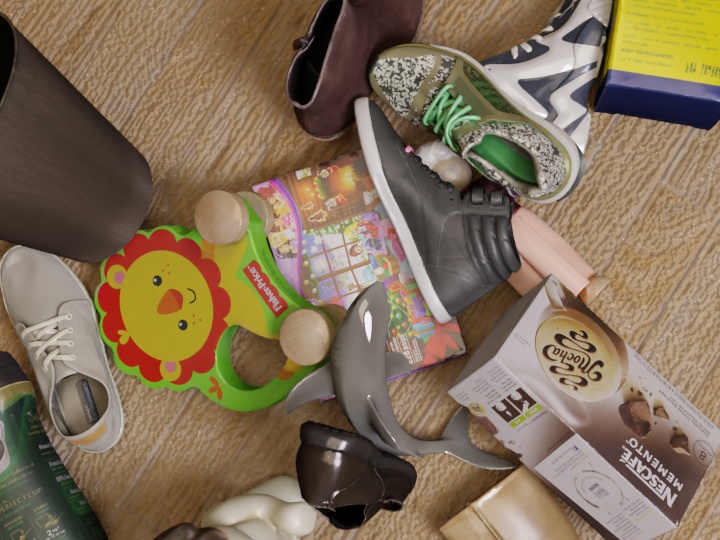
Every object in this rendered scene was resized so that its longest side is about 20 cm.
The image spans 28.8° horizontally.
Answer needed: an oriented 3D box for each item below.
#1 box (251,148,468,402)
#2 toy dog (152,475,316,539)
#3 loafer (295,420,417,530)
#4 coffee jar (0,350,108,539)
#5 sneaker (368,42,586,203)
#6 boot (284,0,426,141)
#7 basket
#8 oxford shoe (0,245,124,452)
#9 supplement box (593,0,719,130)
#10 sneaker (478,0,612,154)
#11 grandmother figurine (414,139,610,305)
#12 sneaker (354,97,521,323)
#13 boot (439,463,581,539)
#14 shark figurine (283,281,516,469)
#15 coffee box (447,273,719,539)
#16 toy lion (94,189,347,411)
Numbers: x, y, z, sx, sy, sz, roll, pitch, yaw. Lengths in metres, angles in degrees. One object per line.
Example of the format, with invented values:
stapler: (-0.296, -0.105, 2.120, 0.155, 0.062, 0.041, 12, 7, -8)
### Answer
box: (0.000, 0.000, 1.230, 0.136, 0.039, 0.201, -19, 83, 2)
toy dog: (-0.112, 0.246, 1.132, 0.193, 0.200, 0.140, -9, 83, 3)
loafer: (-0.012, 0.173, 1.136, 0.073, 0.200, 0.072, 13, 77, 23)
coffee jar: (-0.306, 0.174, 1.210, 0.104, 0.085, 0.201, -28, 84, 4)
sneaker: (0.090, -0.121, 1.144, 0.199, 0.089, 0.077, 32, 111, 9)
boot: (0.000, -0.207, 1.185, 0.072, 0.166, 0.201, 23, 86, 8)
basket: (-0.278, -0.091, 1.164, 0.181, 0.200, 0.136, -50, 52, 5)
oxford shoe: (-0.264, 0.065, 1.233, 0.075, 0.058, 0.201, -25, 81, 5)
supplement box: (0.272, -0.234, 1.201, 0.108, 0.110, 0.201, 10, 86, 4)
sneaker: (0.144, -0.185, 1.219, 0.129, 0.079, 0.200, 11, 86, 5)
grandmother figurine: (0.124, -0.040, 1.218, 0.200, 0.061, 0.121, 43, 80, 4)
sneaker: (0.069, -0.066, 1.173, 0.099, 0.071, 0.201, -25, 89, 9)
boot: (0.132, 0.292, 1.183, 0.175, 0.066, 0.200, -35, 84, -12)
shark figurine: (0.030, 0.124, 1.147, 0.128, 0.090, 0.215, -41, 126, -2)
coffee box: (0.186, 0.118, 1.148, 0.200, 0.080, 0.113, 43, 51, -2)
toy lion: (-0.130, 0.038, 1.207, 0.192, 0.069, 0.200, -41, 78, 19)
